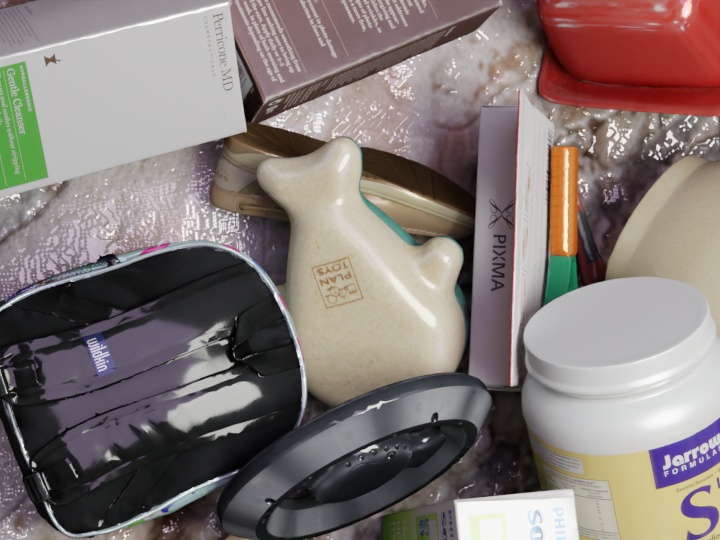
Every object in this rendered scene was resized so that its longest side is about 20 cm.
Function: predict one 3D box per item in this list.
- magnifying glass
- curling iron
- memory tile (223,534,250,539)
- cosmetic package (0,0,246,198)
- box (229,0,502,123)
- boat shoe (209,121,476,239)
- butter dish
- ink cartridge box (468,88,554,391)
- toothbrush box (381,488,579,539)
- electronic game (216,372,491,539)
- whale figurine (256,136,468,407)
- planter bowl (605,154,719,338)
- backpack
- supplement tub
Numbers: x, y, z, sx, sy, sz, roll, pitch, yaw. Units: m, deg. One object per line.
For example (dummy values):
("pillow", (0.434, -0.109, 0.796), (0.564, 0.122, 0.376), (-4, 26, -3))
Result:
("magnifying glass", (0.145, 0.010, 1.428), (0.022, 0.080, 0.200), (3, 90, 18))
("curling iron", (0.166, 0.011, 1.471), (0.050, 0.026, 0.200), (-23, 91, 5))
("memory tile", (-0.078, 0.293, 1.362), (0.153, 0.017, 0.200), (-31, 89, -17))
("cosmetic package", (-0.189, -0.131, 1.355), (0.200, 0.085, 0.108), (-17, 123, -14))
("box", (-0.010, -0.193, 1.438), (0.200, 0.075, 0.100), (-24, 86, -15))
("boat shoe", (-0.009, -0.051, 1.422), (0.200, 0.071, 0.065), (15, 112, -11))
("butter dish", (0.206, -0.227, 1.419), (0.148, 0.199, 0.200), (34, 70, -47))
("ink cartridge box", (0.101, -0.017, 1.368), (0.045, 0.176, 0.200), (2, 86, 13))
("toothbrush box", (0.082, 0.227, 1.318), (0.086, 0.200, 0.146), (-3, 82, -15))
("electronic game", (-0.003, 0.126, 1.318), (0.200, 0.200, 0.042), (-20, 67, -16))
("whale figurine", (0.000, 0.000, 1.372), (0.159, 0.104, 0.200), (-17, 105, 21))
("planter bowl", (0.263, 0.000, 1.424), (0.135, 0.200, 0.200), (34, 72, 23))
("backpack", (-0.141, 0.073, 1.315), (0.200, 0.151, 0.178), (-22, 91, -9))
("supplement tub", (0.188, 0.120, 1.317), (0.145, 0.145, 0.200), (-23, 116, -17))
